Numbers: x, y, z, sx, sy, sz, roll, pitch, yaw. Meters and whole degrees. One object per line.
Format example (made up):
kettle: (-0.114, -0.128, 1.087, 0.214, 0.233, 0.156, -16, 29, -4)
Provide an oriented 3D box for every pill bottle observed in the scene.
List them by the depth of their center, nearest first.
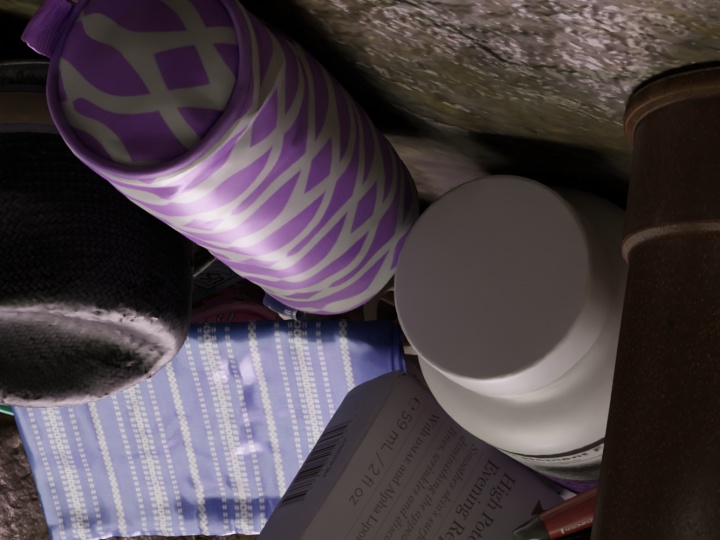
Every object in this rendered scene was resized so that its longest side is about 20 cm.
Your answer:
pill bottle: (0.089, 0.030, 0.857, 0.111, 0.112, 0.200, 10, 168, 26)

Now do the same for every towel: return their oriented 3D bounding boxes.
towel: (-0.070, 0.082, 0.984, 0.198, 0.024, 0.146, -2, 132, 6)

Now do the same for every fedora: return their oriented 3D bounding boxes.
fedora: (-0.139, -0.003, 0.858, 0.199, 0.092, 0.201, -10, 147, -6)

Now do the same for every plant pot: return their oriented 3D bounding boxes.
plant pot: (0.163, 0.060, 0.673, 0.199, 0.200, 0.200, 15, 169, 3)

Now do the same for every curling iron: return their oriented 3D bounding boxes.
curling iron: (0.149, 0.077, 0.842, 0.199, 0.026, 0.050, -30, 158, 5)

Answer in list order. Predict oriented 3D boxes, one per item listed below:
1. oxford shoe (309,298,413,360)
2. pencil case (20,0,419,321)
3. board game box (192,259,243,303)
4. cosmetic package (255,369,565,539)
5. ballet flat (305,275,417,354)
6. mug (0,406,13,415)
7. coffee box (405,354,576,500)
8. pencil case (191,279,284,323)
oxford shoe: (-0.005, 0.014, 1.098, 0.073, 0.071, 0.200, 51, 173, -5)
pencil case: (-0.043, -0.045, 0.755, 0.085, 0.084, 0.200, 36, 177, 24)
board game box: (-0.171, -0.008, 0.997, 0.199, 0.047, 0.151, -25, 146, 34)
cosmetic package: (0.057, 0.147, 0.908, 0.200, 0.102, 0.074, 38, 157, -12)
ballet flat: (0.000, 0.000, 0.959, 0.199, 0.070, 0.069, 19, 169, -20)
mug: (-0.192, 0.033, 1.275, 0.184, 0.115, 0.152, 10, 168, 21)
coffee box: (0.071, 0.133, 1.052, 0.114, 0.079, 0.201, 42, 140, 31)
pencil case: (-0.079, 0.039, 1.092, 0.082, 0.087, 0.200, 28, -174, -13)
